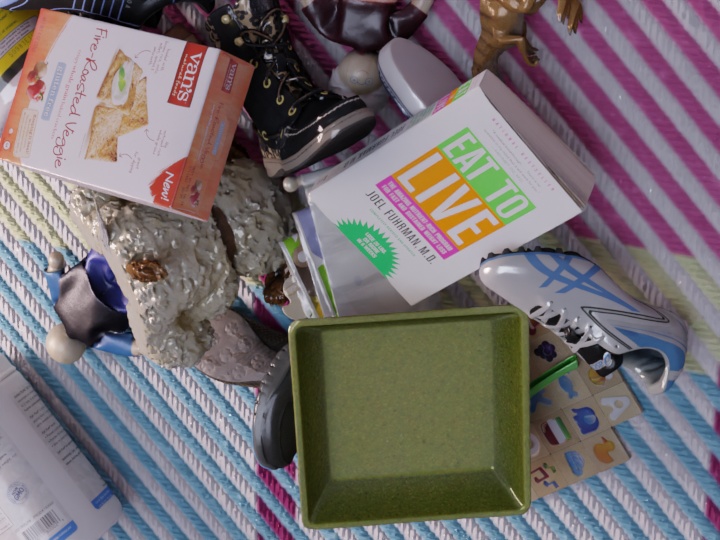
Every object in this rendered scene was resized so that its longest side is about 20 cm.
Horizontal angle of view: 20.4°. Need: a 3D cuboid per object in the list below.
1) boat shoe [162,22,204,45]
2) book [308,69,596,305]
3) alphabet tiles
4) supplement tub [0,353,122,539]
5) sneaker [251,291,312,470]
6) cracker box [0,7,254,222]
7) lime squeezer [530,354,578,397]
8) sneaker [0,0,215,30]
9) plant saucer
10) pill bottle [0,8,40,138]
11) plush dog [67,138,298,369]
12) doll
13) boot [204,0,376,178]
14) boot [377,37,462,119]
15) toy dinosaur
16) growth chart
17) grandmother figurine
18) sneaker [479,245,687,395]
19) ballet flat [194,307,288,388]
[{"bbox_3d":[-0.215,-0.159,1.775,0.199,0.076,0.072,-26,105,22],"label":"boat shoe"},{"bbox_3d":[0.071,-0.066,1.617,0.134,0.048,0.199,45,131,-17],"label":"book"},{"bbox_3d":[0.143,0.119,1.763,0.199,0.006,0.167,-28,97,32],"label":"alphabet tiles"},{"bbox_3d":[-0.339,0.197,1.953,0.132,0.132,0.201,-35,93,33],"label":"supplement tub"},{"bbox_3d":[-0.030,0.087,1.748,0.081,0.073,0.201,25,90,18],"label":"sneaker"},{"bbox_3d":[-0.196,-0.130,1.653,0.199,0.058,0.135,16,87,31],"label":"cracker box"},{"bbox_3d":[0.092,0.117,1.738,0.198,0.038,0.071,-7,146,4],"label":"lime squeezer"},{"bbox_3d":[-0.221,-0.239,1.724,0.198,0.070,0.079,-10,111,11],"label":"sneaker"},{"bbox_3d":[0.043,0.116,1.695,0.198,0.048,0.202,-4,115,-1],"label":"plant saucer"},{"bbox_3d":[-0.355,-0.224,1.789,0.200,0.112,0.113,44,123,2],"label":"pill bottle"},{"bbox_3d":[-0.137,-0.032,1.744,0.201,0.171,0.160,62,161,-3],"label":"plush dog"},{"bbox_3d":[-0.235,0.025,1.878,0.137,0.048,0.200,47,122,2],"label":"doll"},{"bbox_3d":[-0.062,-0.161,1.658,0.152,0.073,0.200,65,165,-4],"label":"boot"},{"bbox_3d":[0.066,-0.094,1.662,0.200,0.073,0.090,48,126,-8],"label":"boot"},{"bbox_3d":[0.122,-0.228,1.591,0.105,0.060,0.202,15,117,21],"label":"toy dinosaur"},{"bbox_3d":[0.000,0.000,1.710,0.143,0.018,0.202,-10,96,-4],"label":"growth chart"},{"bbox_3d":[0.003,-0.225,1.649,0.120,0.061,0.202,9,115,15],"label":"grandmother figurine"},{"bbox_3d":[0.183,0.039,1.625,0.199,0.073,0.072,25,150,-20],"label":"sneaker"},{"bbox_3d":[-0.080,0.080,1.831,0.198,0.046,0.068,15,88,22],"label":"ballet flat"}]
